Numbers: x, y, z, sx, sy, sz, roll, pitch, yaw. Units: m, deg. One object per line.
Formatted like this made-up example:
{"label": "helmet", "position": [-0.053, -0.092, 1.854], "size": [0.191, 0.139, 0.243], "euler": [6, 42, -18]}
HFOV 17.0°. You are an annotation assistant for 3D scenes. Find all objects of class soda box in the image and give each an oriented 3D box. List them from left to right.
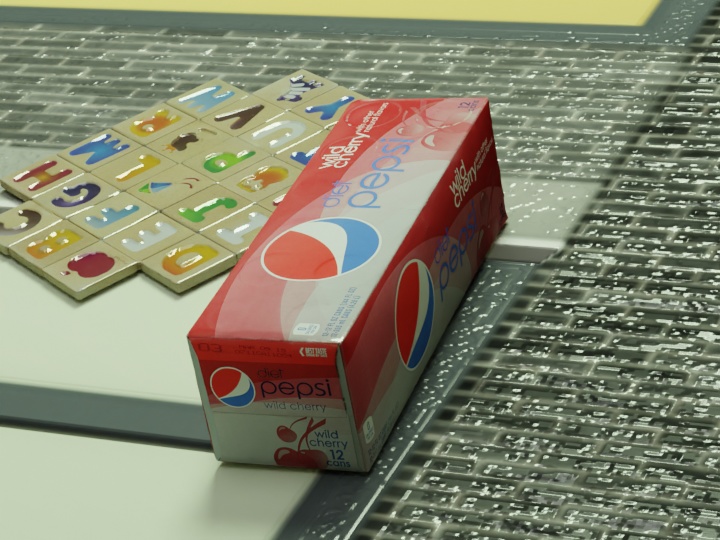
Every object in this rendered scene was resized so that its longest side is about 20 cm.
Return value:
{"label": "soda box", "position": [0.000, 0.000, 1.005], "size": [0.070, 0.064, 0.200], "euler": [1, 33, 21]}

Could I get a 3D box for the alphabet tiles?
{"label": "alphabet tiles", "position": [-0.079, -0.046, 1.166], "size": [0.200, 0.006, 0.166], "euler": [-28, 34, -26]}
